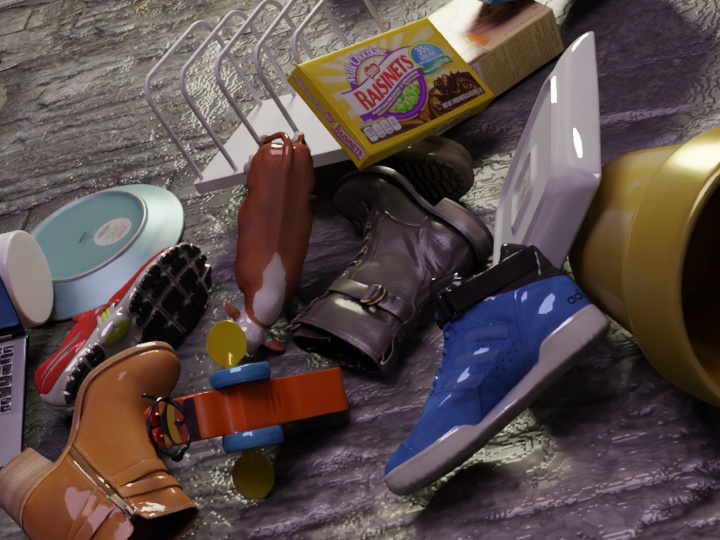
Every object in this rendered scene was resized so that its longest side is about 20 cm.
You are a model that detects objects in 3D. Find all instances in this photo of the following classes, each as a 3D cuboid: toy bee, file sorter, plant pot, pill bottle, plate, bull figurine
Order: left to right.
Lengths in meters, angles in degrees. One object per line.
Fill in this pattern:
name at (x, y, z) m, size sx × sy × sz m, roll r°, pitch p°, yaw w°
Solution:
pill bottle at (-0.397, 0.029, 1.473) m, size 0.199 × 0.120 × 0.120 m, roll -12°, pitch 38°, yaw 14°
plate at (-0.269, -0.027, 1.550) m, size 0.199 × 0.026 × 0.201 m, roll -16°, pitch 37°, yaw 12°
toy bee at (-0.112, 0.103, 1.209) m, size 0.108 × 0.199 × 0.132 m, roll -15°, pitch 63°, yaw 43°
bull figurine at (-0.079, -0.027, 1.353) m, size 0.065 × 0.201 × 0.122 m, roll 11°, pitch 19°, yaw -12°
file sorter at (-0.077, -0.175, 1.455) m, size 0.199 × 0.125 × 0.139 m, roll -9°, pitch 34°, yaw 38°
plate at (0.140, -0.060, 1.234) m, size 0.032 × 0.200 × 0.201 m, roll 14°, pitch 41°, yaw -5°
plant pot at (0.250, -0.011, 1.122) m, size 0.200 × 0.201 × 0.189 m, roll -36°, pitch 22°, yaw -16°

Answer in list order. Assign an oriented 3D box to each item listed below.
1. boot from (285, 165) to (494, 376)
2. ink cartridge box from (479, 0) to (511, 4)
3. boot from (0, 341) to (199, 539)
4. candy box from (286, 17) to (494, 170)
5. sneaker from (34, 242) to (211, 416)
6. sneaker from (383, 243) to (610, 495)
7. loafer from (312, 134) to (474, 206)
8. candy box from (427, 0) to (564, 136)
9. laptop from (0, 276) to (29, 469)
boot at (0.000, 0.000, 1.333) m, size 0.174 × 0.069 × 0.199 m, roll -43°, pitch 41°, yaw -22°
ink cartridge box at (0.179, -0.352, 1.546) m, size 0.199 × 0.147 × 0.084 m, roll -15°, pitch 27°, yaw -35°
boot at (-0.178, 0.154, 1.250) m, size 0.154 × 0.074 × 0.200 m, roll 23°, pitch 60°, yaw 39°
candy box at (0.030, -0.159, 1.378) m, size 0.200 × 0.102 × 0.026 m, roll -30°, pitch -15°, yaw -49°
sneaker at (-0.215, 0.044, 1.395) m, size 0.085 × 0.077 × 0.200 m, roll 11°, pitch 48°, yaw 44°
sneaker at (0.073, 0.065, 1.147) m, size 0.200 × 0.077 × 0.111 m, roll -42°, pitch 76°, yaw 6°
loafer at (0.022, -0.107, 1.445) m, size 0.199 × 0.076 × 0.068 m, roll 7°, pitch 53°, yaw 35°
candy box at (0.086, -0.202, 1.542) m, size 0.200 × 0.055 × 0.115 m, roll -35°, pitch 37°, yaw -14°
laptop at (-0.399, 0.077, 1.370) m, size 0.186 × 0.116 × 0.201 m, roll -13°, pitch 58°, yaw 15°
